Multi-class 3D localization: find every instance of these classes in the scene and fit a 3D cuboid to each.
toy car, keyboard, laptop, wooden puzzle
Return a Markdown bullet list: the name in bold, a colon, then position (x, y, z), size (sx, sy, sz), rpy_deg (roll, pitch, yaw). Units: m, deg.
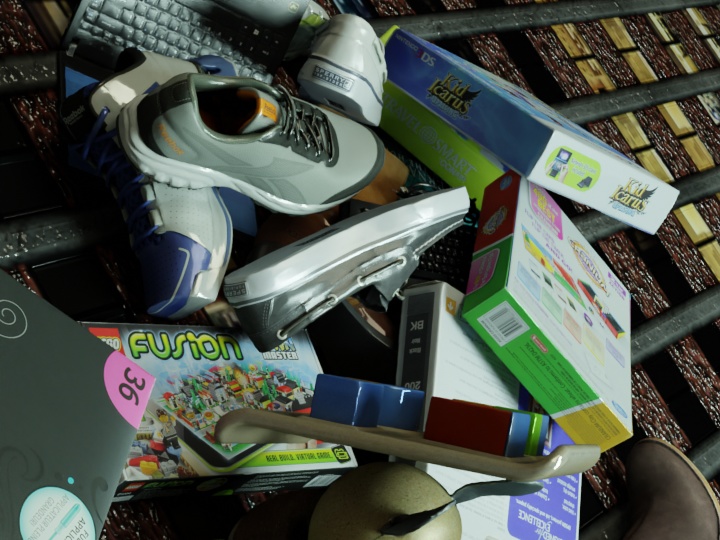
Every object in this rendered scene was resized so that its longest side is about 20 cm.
- **toy car**: position (0.017, 0.179, 0.880), size (0.164, 0.200, 0.158), rpy_deg (-8, 65, -51)
- **keyboard**: position (0.066, -0.025, 1.137), size (0.199, 0.040, 0.105), rpy_deg (11, 53, -45)
- **laptop**: position (-0.121, -0.147, 1.098), size (0.177, 0.201, 0.103), rpy_deg (21, 8, -37)
- **wooden puzzle**: position (0.036, 0.091, 0.885), size (0.185, 0.199, 0.047), rpy_deg (21, 74, -73)

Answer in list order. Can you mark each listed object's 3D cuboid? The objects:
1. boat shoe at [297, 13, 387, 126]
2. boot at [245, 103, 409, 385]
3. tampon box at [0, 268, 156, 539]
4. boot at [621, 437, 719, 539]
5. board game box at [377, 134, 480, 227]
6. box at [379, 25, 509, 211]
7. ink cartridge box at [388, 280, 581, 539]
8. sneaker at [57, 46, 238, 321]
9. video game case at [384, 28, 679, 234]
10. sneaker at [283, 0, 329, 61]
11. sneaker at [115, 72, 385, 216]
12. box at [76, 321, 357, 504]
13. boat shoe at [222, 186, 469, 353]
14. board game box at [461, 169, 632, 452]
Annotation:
- **boat shoe**: position (-0.011, -0.158, 1.155), size (0.072, 0.066, 0.200), rpy_deg (23, 1, 6)
- **boot**: position (0.003, -0.008, 1.139), size (0.188, 0.068, 0.201), rpy_deg (33, 43, -15)
- **tampon box**: position (-0.231, 0.080, 0.753), size (0.200, 0.126, 0.150), rpy_deg (37, 38, -20)
- **boot**: position (0.227, 0.225, 1.185), size (0.166, 0.072, 0.201), rpy_deg (9, 56, -47)
- **board game box**: position (0.045, -0.043, 1.257), size (0.199, 0.028, 0.136), rpy_deg (23, 44, -34)
- **box**: position (0.079, -0.125, 1.320), size (0.200, 0.048, 0.122), rpy_deg (40, 25, -3)
- **ink cartridge box**: position (0.095, 0.136, 1.081), size (0.198, 0.043, 0.201), rpy_deg (32, 54, -43)
- **sneaker**: position (-0.151, -0.068, 1.010), size (0.115, 0.080, 0.201), rpy_deg (15, 62, -30)
- **video game case**: position (0.133, -0.113, 1.200), size (0.181, 0.046, 0.200), rpy_deg (19, 17, -47)
- **sneaker**: position (-0.106, -0.231, 1.215), size (0.199, 0.074, 0.085), rpy_deg (9, 52, -44)
- **sneaker**: position (-0.058, -0.086, 0.985), size (0.199, 0.079, 0.074), rpy_deg (5, 65, -40)
- **box**: position (-0.098, 0.091, 0.973), size (0.199, 0.035, 0.111), rpy_deg (4, 56, -47)
- **boat shoe**: position (0.000, 0.000, 1.023), size (0.199, 0.070, 0.067), rpy_deg (-25, 100, -34)
- **board game box**: position (0.147, 0.025, 1.134), size (0.153, 0.040, 0.200), rpy_deg (48, 26, -17)
